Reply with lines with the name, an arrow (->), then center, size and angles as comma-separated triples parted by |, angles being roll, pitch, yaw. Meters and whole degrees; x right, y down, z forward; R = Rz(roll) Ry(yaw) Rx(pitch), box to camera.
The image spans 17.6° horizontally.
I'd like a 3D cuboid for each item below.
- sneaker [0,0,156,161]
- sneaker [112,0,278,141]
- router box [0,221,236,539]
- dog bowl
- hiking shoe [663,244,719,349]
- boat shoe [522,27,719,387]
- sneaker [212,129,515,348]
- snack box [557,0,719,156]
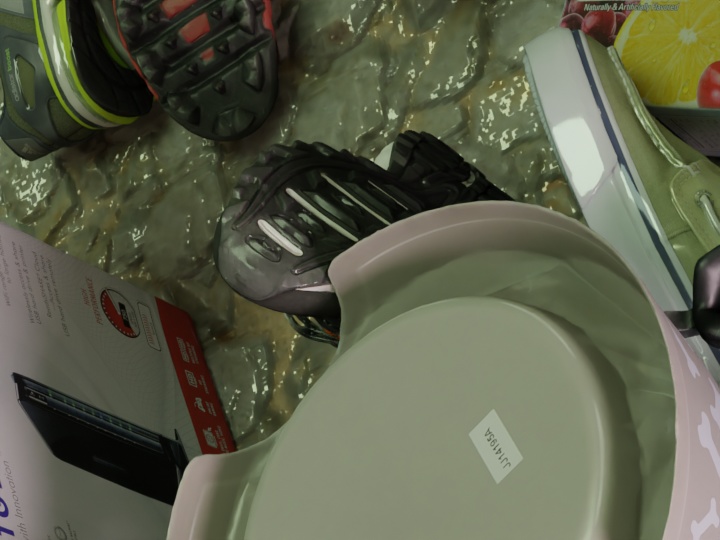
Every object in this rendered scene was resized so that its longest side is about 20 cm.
sneaker -> -0.153, -0.141, 1.098 | 0.081, 0.074, 0.200 | -31, 53, 28
sneaker -> -0.081, -0.148, 1.046 | 0.071, 0.098, 0.201 | -26, 79, 12
router box -> -0.113, 0.078, 0.894 | 0.049, 0.179, 0.200 | -37, 52, 20
dog bowl -> 0.029, 0.081, 0.701 | 0.200, 0.059, 0.200 | -23, 53, 35
hiking shoe -> 0.175, -0.024, 0.679 | 0.200, 0.087, 0.075 | -54, 44, 42
boat shoe -> 0.121, -0.002, 0.810 | 0.062, 0.072, 0.200 | -27, 77, 6
sneaker -> 0.000, 0.000, 0.845 | 0.074, 0.200, 0.079 | 38, 106, 15
snack box -> 0.158, -0.143, 0.864 | 0.142, 0.053, 0.200 | 6, 74, 39
